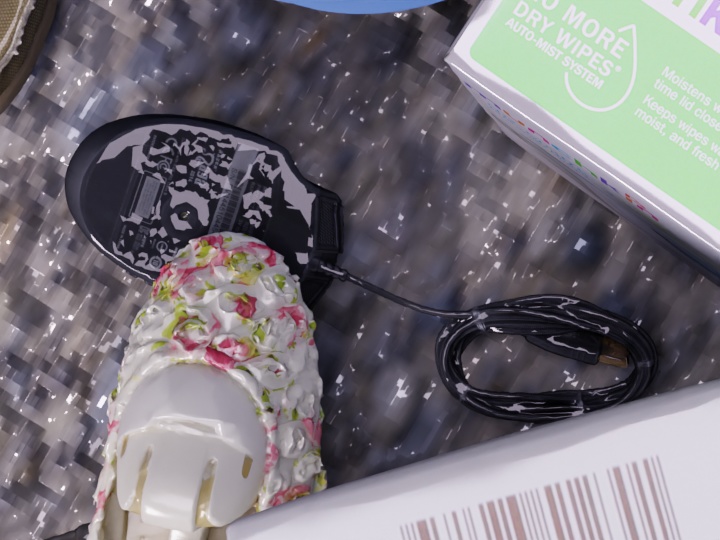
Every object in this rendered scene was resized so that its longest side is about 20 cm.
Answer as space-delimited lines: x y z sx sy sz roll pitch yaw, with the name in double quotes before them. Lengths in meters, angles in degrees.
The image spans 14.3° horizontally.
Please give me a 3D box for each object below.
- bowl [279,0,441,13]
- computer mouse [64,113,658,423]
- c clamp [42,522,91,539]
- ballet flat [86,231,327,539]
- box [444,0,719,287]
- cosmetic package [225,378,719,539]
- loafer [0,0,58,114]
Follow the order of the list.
"bowl" 0.011 -0.172 0.881 0.200 0.039 0.201 -11 67 26
"computer mouse" 0.000 0.000 0.920 0.199 0.034 0.059 23 99 2
"c clamp" -0.201 0.032 0.939 0.170 0.027 0.201 -24 93 7
"ballet flat" -0.055 0.089 0.888 0.075 0.064 0.201 11 99 9
"box" 0.138 -0.033 0.826 0.200 0.176 0.097 36 92 7
"cosmetic package" 0.075 0.127 0.814 0.167 0.200 0.167 -17 84 7
"loafer" -0.131 -0.144 0.922 0.076 0.067 0.201 7 88 8
